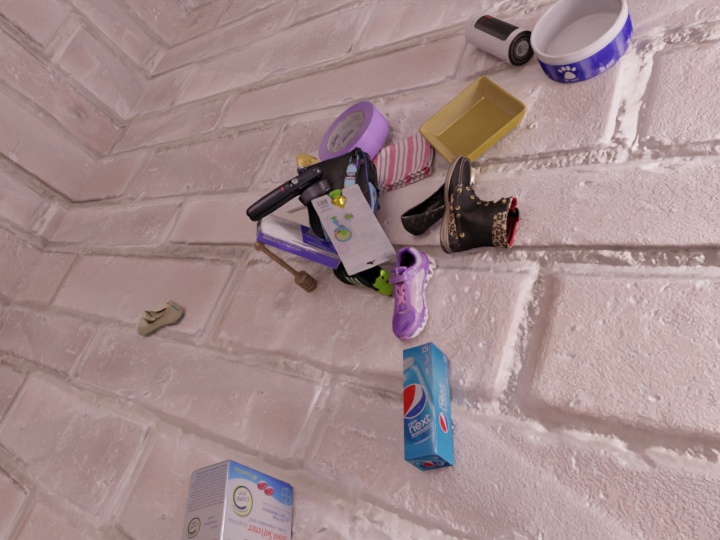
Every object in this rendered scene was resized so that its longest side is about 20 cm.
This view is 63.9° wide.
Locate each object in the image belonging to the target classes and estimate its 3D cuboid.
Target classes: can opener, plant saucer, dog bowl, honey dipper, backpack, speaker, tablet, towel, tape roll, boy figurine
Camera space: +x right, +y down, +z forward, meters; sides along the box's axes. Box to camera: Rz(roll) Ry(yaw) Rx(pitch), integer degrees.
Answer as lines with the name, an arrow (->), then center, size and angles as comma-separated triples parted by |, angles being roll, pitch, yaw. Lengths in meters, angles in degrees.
can opener -> -0.164, -0.169, 1.281 | 0.197, 0.064, 0.079 | -27, 66, -8
plant saucer -> 0.254, -0.327, 1.308 | 0.199, 0.048, 0.201 | -38, 41, 7
dog bowl -> 0.472, -0.504, 1.235 | 0.198, 0.079, 0.203 | -23, 47, 27
honey dipper -> -0.172, -0.012, 1.334 | 0.037, 0.200, 0.039 | -20, 49, 26
backpack -> -0.038, -0.159, 1.357 | 0.179, 0.134, 0.204 | -16, 72, 16
speaker -> 0.333, -0.562, 1.397 | 0.081, 0.081, 0.201 | -42, 41, 7
tablet -> -0.144, -0.260, 1.635 | 0.128, 0.014, 0.203 | -14, 53, 33
towel -> 0.090, -0.266, 1.425 | 0.197, 0.030, 0.149 | -18, 49, 31
tape roll -> -0.021, -0.349, 1.537 | 0.198, 0.065, 0.203 | -29, 41, 29
boy figurine -> -0.128, -0.239, 1.544 | 0.125, 0.063, 0.201 | -61, 37, 31

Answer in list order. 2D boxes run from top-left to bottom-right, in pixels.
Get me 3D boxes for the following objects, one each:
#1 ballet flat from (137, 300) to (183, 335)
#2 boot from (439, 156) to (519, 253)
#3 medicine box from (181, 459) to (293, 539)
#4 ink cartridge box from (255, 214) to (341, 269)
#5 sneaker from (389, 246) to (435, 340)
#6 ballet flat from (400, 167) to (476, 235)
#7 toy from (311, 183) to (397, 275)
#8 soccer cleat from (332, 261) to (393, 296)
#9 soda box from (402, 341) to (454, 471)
ballet flat -> -0.605, 0.136, 1.699 | 0.197, 0.069, 0.071 | -23, 47, 27
boot -> 0.239, -0.132, 1.149 | 0.149, 0.073, 0.204 | 2, 76, 40
medicine box -> -0.216, 0.471, 1.028 | 0.102, 0.182, 0.203 | -24, 47, 25
ink cartridge box -> -0.140, -0.065, 1.313 | 0.200, 0.195, 0.044 | -116, 48, -70
sneaker -> 0.091, 0.038, 1.156 | 0.079, 0.088, 0.203 | -7, 57, 35
ballet flat -> 0.172, -0.154, 1.248 | 0.200, 0.057, 0.067 | -43, 41, 1
toy -> -0.017, -0.083, 1.241 | 0.113, 0.047, 0.202 | -21, 68, -15
soccer cleat -> 0.000, 0.000, 1.266 | 0.198, 0.081, 0.068 | 19, 73, 46
soda box -> 0.116, 0.234, 1.004 | 0.063, 0.068, 0.203 | -20, 49, 27
